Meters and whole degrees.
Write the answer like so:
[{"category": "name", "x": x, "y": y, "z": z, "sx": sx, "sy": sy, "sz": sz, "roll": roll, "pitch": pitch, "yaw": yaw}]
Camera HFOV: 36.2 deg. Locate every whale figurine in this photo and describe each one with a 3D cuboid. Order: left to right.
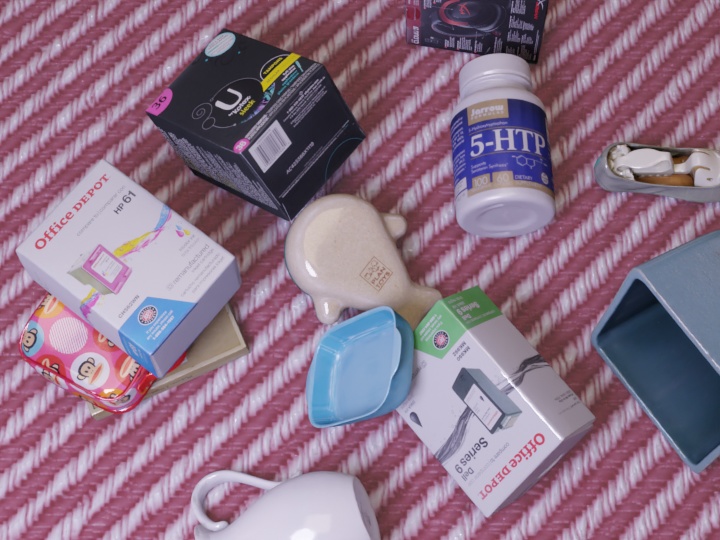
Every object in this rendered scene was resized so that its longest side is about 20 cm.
[{"category": "whale figurine", "x": 0.000, "y": 0.000, "z": 1.313, "sx": 0.200, "sy": 0.104, "sz": 0.160, "roll": 38, "pitch": 79, "yaw": -8}]

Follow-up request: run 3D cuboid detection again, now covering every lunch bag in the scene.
[{"category": "lunch bag", "x": -0.275, "y": 0.057, "z": 1.275, "sx": 0.175, "sy": 0.082, "sz": 0.201, "roll": 25, "pitch": 72, "yaw": 13}]

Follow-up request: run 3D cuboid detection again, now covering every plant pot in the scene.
[{"category": "plant pot", "x": 0.407, "y": 0.066, "z": 1.203, "sx": 0.199, "sy": 0.197, "sz": 0.196, "roll": -29, "pitch": 69, "yaw": -16}]

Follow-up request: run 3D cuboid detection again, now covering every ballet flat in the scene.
[{"category": "ballet flat", "x": 0.385, "y": -0.122, "z": 1.338, "sx": 0.198, "sy": 0.064, "sz": 0.068, "roll": 2, "pitch": 69, "yaw": 5}]

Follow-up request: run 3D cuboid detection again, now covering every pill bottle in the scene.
[{"category": "pill bottle", "x": 0.169, "y": -0.153, "z": 1.335, "sx": 0.119, "sy": 0.120, "sz": 0.201, "roll": -3, "pitch": 68, "yaw": 3}]

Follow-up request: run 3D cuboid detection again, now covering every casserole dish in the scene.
[{"category": "casserole dish", "x": 0.002, "y": 0.113, "z": 1.229, "sx": 0.039, "sy": 0.200, "sz": 0.122, "roll": 16, "pitch": 67, "yaw": -27}]

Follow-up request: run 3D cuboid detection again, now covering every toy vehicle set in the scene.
[{"category": "toy vehicle set", "x": -0.247, "y": 0.082, "z": 1.322, "sx": 0.199, "sy": 0.027, "sz": 0.125, "roll": -23, "pitch": 69, "yaw": -5}]

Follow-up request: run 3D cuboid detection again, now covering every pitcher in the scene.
[{"category": "pitcher", "x": -0.089, "y": 0.273, "z": 1.199, "sx": 0.199, "sy": 0.121, "sz": 0.172, "roll": -21, "pitch": 53, "yaw": 7}]

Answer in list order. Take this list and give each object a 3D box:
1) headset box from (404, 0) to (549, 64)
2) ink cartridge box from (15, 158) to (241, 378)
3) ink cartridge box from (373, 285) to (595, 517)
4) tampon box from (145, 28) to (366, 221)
[{"category": "headset box", "x": 0.139, "y": -0.346, "z": 1.396, "sx": 0.198, "sy": 0.149, "sz": 0.076, "roll": 10, "pitch": 68, "yaw": 8}, {"category": "ink cartridge box", "x": -0.254, "y": -0.004, "z": 1.215, "sx": 0.199, "sy": 0.085, "sz": 0.145, "roll": 35, "pitch": 71, "yaw": 14}, {"category": "ink cartridge box", "x": 0.133, "y": 0.142, "z": 1.204, "sx": 0.200, "sy": 0.146, "sz": 0.084, "roll": 48, "pitch": 34, "yaw": 19}, {"category": "tampon box", "x": -0.127, "y": -0.178, "z": 1.323, "sx": 0.199, "sy": 0.126, "sz": 0.150, "roll": 27, "pitch": 70, "yaw": 41}]
